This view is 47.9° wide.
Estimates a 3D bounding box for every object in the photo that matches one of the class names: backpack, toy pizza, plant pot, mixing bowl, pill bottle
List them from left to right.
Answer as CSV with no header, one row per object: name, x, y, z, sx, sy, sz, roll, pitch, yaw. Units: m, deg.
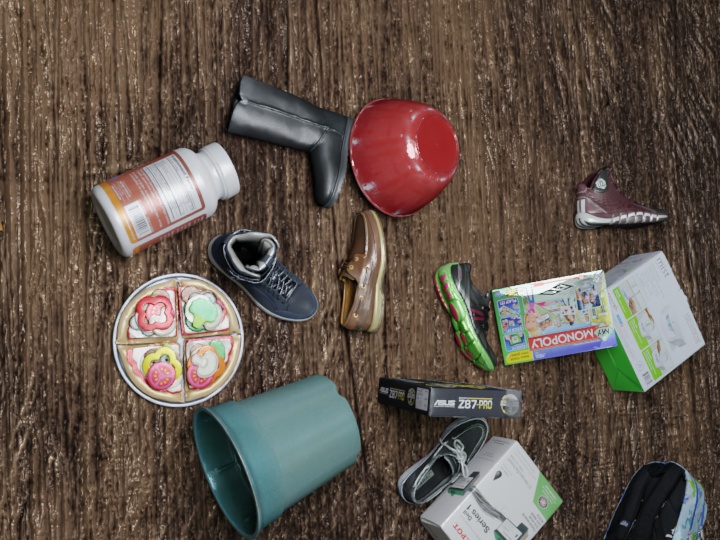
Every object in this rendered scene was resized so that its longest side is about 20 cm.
pill bottle,-0.285,-0.111,1.200,0.199,0.112,0.113,-29,96,-22
toy pizza,-0.272,0.105,1.228,0.198,0.032,0.203,2,84,-22
plant pot,-0.117,0.259,1.200,0.194,0.200,0.203,-20,93,-29
mixing bowl,0.091,-0.196,1.332,0.198,0.108,0.203,7,80,-40
backpack,0.541,0.447,1.470,0.153,0.163,0.202,27,69,-26

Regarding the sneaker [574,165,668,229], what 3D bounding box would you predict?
sneaker,0.494,-0.141,1.537,0.197,0.076,0.117,-2,83,-21

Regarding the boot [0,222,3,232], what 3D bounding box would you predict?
boot,-0.598,-0.094,1.095,0.198,0.074,0.157,-21,97,-20

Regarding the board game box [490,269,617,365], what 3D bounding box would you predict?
board game box,0.339,0.083,1.429,0.197,0.029,0.137,-11,88,7

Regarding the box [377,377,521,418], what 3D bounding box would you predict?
box,0.137,0.203,1.294,0.159,0.200,0.050,8,84,-20

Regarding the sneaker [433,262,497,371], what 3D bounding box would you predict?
sneaker,0.198,0.078,1.396,0.083,0.077,0.202,-23,95,-18

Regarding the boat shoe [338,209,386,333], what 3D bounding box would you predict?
boat shoe,0.000,0.000,1.325,0.067,0.072,0.203,2,87,-23

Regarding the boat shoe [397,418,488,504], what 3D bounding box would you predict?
boat shoe,0.149,0.316,1.359,0.198,0.068,0.074,-32,97,-21

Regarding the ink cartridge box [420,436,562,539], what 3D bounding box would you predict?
ink cartridge box,0.221,0.406,1.371,0.200,0.084,0.147,-43,100,-20

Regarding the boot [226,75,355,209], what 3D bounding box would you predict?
boot,-0.118,-0.204,1.298,0.198,0.065,0.167,18,70,-23

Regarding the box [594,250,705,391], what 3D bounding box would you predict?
box,0.518,0.094,1.512,0.175,0.097,0.202,-31,97,-22

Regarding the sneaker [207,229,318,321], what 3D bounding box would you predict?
sneaker,-0.133,0.011,1.233,0.201,0.146,0.077,35,72,-17
